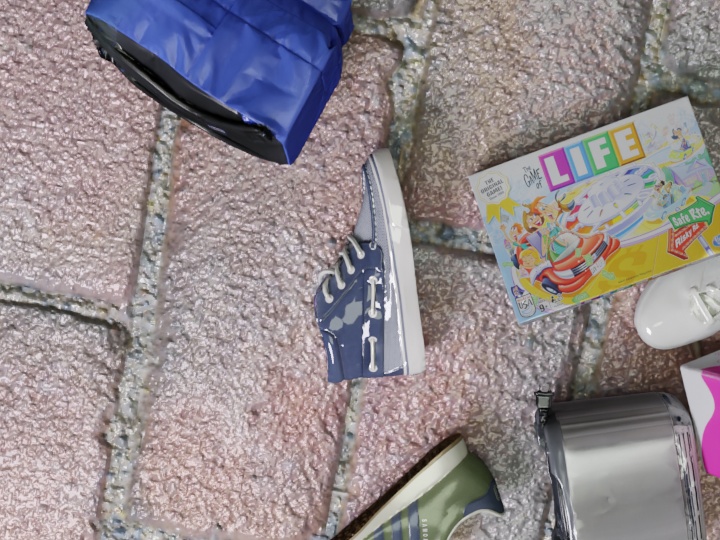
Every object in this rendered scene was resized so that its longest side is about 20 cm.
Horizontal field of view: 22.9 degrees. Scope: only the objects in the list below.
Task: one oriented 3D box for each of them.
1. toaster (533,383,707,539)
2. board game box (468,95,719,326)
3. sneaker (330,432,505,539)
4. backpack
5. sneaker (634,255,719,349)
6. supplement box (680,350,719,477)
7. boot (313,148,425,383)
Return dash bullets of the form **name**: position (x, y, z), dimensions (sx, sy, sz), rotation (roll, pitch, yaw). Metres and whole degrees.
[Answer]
- **toaster**: position (0.225, 0.185, 1.545), dimensions (0.128, 0.114, 0.202), rotation (-9, 98, -1)
- **board game box**: position (0.206, -0.049, 1.511), dimensions (0.198, 0.034, 0.136), rotation (-20, 82, 6)
- **sneaker**: position (0.042, 0.242, 1.581), dimensions (0.200, 0.067, 0.090), rotation (-42, 93, 6)
- **backpack**: position (-0.112, -0.198, 1.448), dimensions (0.199, 0.163, 0.169), rotation (29, 81, 4)
- **sneaker**: position (0.326, 0.010, 1.514), dimensions (0.199, 0.089, 0.076), rotation (-29, 102, 8)
- **supplement box**: position (0.384, 0.100, 1.491), dimensions (0.198, 0.101, 0.104), rotation (-18, 102, -18)
- **boot**: position (0.000, 0.000, 1.527), dimensions (0.089, 0.073, 0.202), rotation (-9, 103, -3)
